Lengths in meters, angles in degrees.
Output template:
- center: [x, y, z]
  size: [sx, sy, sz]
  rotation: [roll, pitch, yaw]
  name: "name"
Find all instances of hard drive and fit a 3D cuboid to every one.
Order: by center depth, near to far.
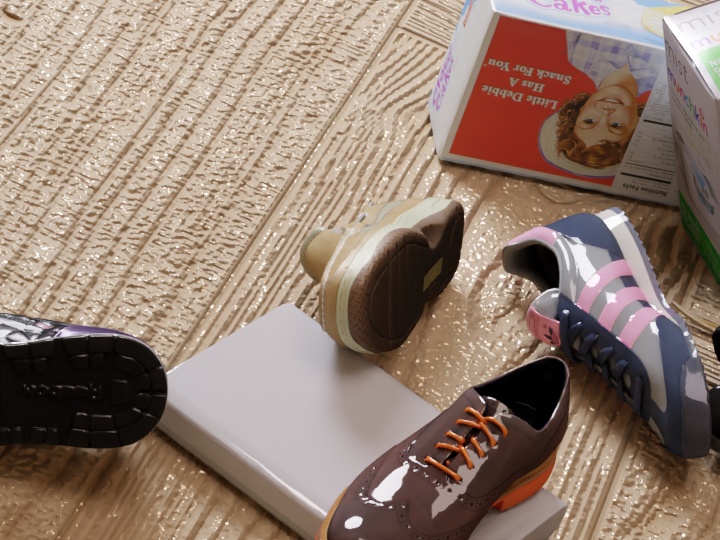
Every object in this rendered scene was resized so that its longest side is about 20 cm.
- center: [-0.003, 0.101, 1.511]
  size: [0.200, 0.027, 0.132]
  rotation: [36, 37, 20]
  name: "hard drive"

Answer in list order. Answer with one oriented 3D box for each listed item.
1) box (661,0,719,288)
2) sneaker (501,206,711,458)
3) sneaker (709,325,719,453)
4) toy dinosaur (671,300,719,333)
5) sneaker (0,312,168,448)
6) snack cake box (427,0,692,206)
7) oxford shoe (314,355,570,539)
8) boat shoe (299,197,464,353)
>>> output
- center: [0.300, -0.097, 1.755]
  size: [0.199, 0.177, 0.097]
  rotation: [-17, 43, -7]
  name: "box"
- center: [0.143, 0.043, 1.649]
  size: [0.082, 0.070, 0.200]
  rotation: [-9, 39, -12]
  name: "sneaker"
- center: [0.249, 0.101, 1.617]
  size: [0.099, 0.070, 0.201]
  rotation: [-6, 47, -5]
  name: "sneaker"
- center: [0.300, 0.042, 1.739]
  size: [0.199, 0.058, 0.101]
  rotation: [-13, 39, -9]
  name: "toy dinosaur"
- center: [-0.200, 0.054, 1.453]
  size: [0.199, 0.076, 0.088]
  rotation: [8, 7, -6]
  name: "sneaker"
- center: [0.156, -0.116, 1.820]
  size: [0.199, 0.115, 0.067]
  rotation: [11, 34, -15]
  name: "snack cake box"
- center: [0.044, 0.099, 1.449]
  size: [0.071, 0.073, 0.200]
  rotation: [33, 36, 16]
  name: "oxford shoe"
- center: [0.000, 0.000, 1.615]
  size: [0.076, 0.072, 0.200]
  rotation: [11, 13, 14]
  name: "boat shoe"
